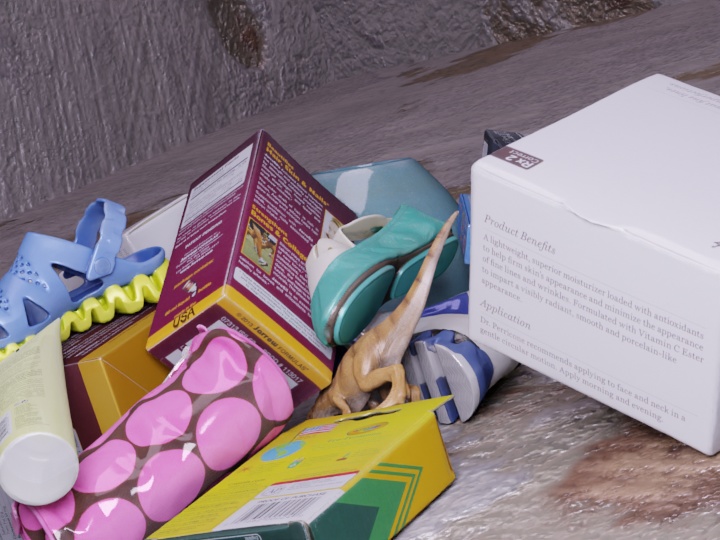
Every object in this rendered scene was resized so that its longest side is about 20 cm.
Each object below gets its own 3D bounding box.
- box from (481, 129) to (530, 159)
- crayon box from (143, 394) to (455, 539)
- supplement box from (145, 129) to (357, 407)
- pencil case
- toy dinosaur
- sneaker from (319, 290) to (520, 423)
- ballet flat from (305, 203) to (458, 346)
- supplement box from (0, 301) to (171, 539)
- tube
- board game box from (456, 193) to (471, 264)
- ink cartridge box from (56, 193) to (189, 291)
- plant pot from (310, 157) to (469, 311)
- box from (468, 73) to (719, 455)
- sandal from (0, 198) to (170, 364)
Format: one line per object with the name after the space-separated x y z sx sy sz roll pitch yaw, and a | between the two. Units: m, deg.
0.185 -0.076 1.629 0.157 0.051 0.200 5 10 -3 | box
-0.027 0.143 1.246 0.127 0.051 0.200 -12 13 34 | crayon box
-0.077 0.006 1.468 0.086 0.110 0.200 -34 28 29 | supplement box
-0.141 0.124 1.305 0.200 0.094 0.091 -40 -18 -24 | pencil case
0.015 0.061 1.375 0.060 0.106 0.200 12 -54 -40 | toy dinosaur
0.054 0.059 1.481 0.115 0.081 0.199 -26 20 -36 | sneaker
0.000 0.000 1.444 0.070 0.067 0.200 30 29 17 | ballet flat
-0.208 0.111 1.492 0.200 0.133 0.197 -13 12 26 | supplement box
-0.219 0.089 1.308 0.058 0.052 0.200 1 19 -15 | tube
0.181 -0.025 1.598 0.200 0.037 0.151 5 11 0 | board game box
-0.183 0.043 1.651 0.200 0.146 0.084 -27 7 48 | ink cartridge box
0.012 -0.025 1.723 0.200 0.135 0.200 -9 5 1 | plant pot
0.203 -0.012 1.248 0.199 0.131 0.200 26 39 37 | box
-0.231 0.010 1.453 0.200 0.087 0.079 -26 16 -30 | sandal
